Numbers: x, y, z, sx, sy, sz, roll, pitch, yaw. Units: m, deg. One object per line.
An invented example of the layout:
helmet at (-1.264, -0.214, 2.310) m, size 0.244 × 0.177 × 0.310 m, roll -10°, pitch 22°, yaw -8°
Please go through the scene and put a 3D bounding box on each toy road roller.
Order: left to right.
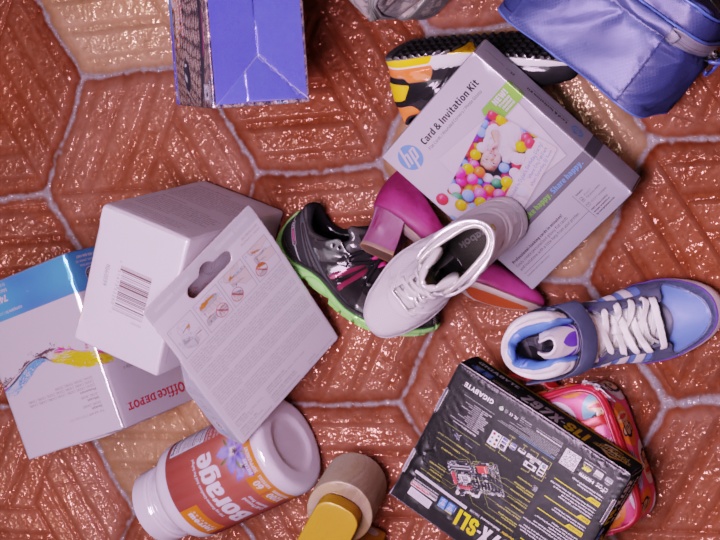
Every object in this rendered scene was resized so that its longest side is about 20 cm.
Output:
toy road roller at (-0.005, 0.310, 1.596) m, size 0.146 × 0.123 × 0.200 m, roll 26°, pitch 111°, yaw 4°

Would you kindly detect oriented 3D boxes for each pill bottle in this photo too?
pill bottle at (-0.151, 0.226, 1.652) m, size 0.200 × 0.112 × 0.112 m, roll -29°, pitch 86°, yaw 27°

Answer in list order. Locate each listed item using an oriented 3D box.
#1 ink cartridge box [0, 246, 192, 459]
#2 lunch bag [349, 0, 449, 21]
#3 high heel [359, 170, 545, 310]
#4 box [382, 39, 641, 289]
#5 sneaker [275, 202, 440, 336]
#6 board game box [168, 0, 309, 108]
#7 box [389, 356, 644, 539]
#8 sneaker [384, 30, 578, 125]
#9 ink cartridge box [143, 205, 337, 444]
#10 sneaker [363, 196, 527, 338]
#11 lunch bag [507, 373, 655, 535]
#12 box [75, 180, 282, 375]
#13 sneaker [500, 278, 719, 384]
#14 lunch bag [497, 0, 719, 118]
ink cartridge box at (-0.309, 0.086, 1.686) m, size 0.146 × 0.147 × 0.200 m, roll -20°, pitch 90°, yaw 27°
lunch bag at (0.006, -0.341, 1.444) m, size 0.139 × 0.168 × 0.200 m, roll -45°, pitch 78°, yaw 25°
high heel at (0.105, -0.031, 1.519) m, size 0.200 × 0.067 × 0.096 m, roll 24°, pitch 76°, yaw 5°
box at (0.144, -0.100, 1.449) m, size 0.200 × 0.041 × 0.156 m, roll 42°, pitch 126°, yaw -1°
sneaker at (0.000, 0.000, 1.560) m, size 0.200 × 0.077 × 0.084 m, roll 35°, pitch 113°, yaw 14°
board game box at (-0.126, -0.245, 1.502) m, size 0.097 × 0.200 × 0.160 m, roll -6°, pitch 98°, yaw -16°
box at (0.148, 0.202, 1.450) m, size 0.200 × 0.049 × 0.160 m, roll 32°, pitch 110°, yaw 20°
sneaker at (0.124, -0.182, 1.480) m, size 0.200 × 0.070 × 0.090 m, roll 3°, pitch 119°, yaw 24°
ink cartridge box at (-0.128, 0.054, 1.539) m, size 0.047 × 0.160 × 0.200 m, roll 16°, pitch 147°, yaw 49°
sneaker at (0.061, 0.005, 1.431) m, size 0.200 × 0.116 × 0.074 m, roll -41°, pitch 85°, yaw 25°
lunch bag at (0.181, 0.187, 1.505) m, size 0.200 × 0.082 × 0.176 m, roll -20°, pitch 86°, yaw 27°
box at (-0.188, 0.003, 1.581) m, size 0.106 × 0.200 × 0.153 m, roll 22°, pitch 108°, yaw 20°
sneaker at (0.231, 0.062, 1.416) m, size 0.200 × 0.146 × 0.081 m, roll -9°, pitch 95°, yaw 27°
lunch bag at (0.245, -0.237, 1.362) m, size 0.200 × 0.136 × 0.132 m, roll 39°, pitch 114°, yaw 15°
